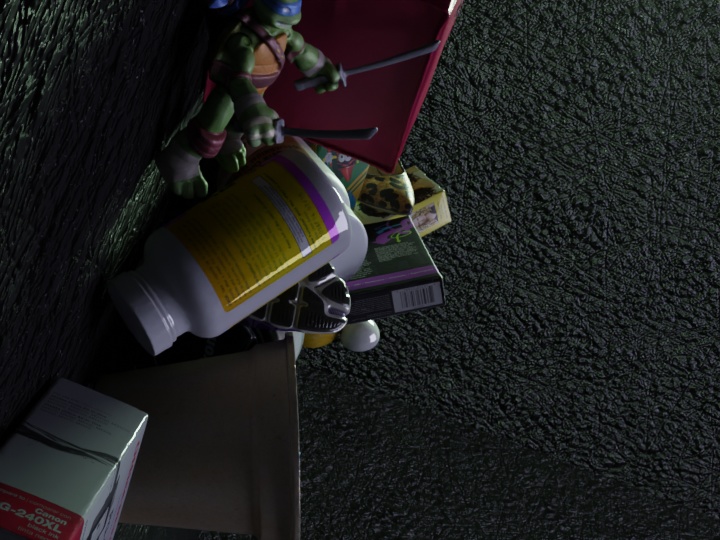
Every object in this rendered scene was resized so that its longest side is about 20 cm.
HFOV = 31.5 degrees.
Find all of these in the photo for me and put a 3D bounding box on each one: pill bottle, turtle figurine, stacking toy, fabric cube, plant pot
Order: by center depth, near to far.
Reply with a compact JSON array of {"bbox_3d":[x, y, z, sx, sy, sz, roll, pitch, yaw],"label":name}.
[{"bbox_3d":[-0.067,-0.127,1.039,0.194,0.199,0.144,-45,-148,42],"label":"turtle figurine"},{"bbox_3d":[-0.112,-0.012,1.088,0.200,0.104,0.104,-34,166,-18],"label":"pill bottle"},{"bbox_3d":[-0.150,0.160,1.171,0.200,0.183,0.201,178,-90,-85],"label":"plant pot"},{"bbox_3d":[-0.010,-0.249,1.177,0.197,0.199,0.200,111,0,-46],"label":"fabric cube"},{"bbox_3d":[-0.075,-0.065,1.272,0.200,0.114,0.115,50,-53,49],"label":"pill bottle"},{"bbox_3d":[-0.068,0.049,1.629,0.146,0.199,0.147,20,90,-90],"label":"stacking toy"}]

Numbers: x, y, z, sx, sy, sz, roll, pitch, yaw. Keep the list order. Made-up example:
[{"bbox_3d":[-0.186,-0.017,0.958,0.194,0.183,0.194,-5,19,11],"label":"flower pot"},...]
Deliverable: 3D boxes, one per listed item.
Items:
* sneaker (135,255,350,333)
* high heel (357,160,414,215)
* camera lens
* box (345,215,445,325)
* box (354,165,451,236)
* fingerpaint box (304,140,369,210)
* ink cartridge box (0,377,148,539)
[{"bbox_3d":[-0.107,0.019,1.179,0.083,0.199,0.081,92,9,-67],"label":"sneaker"},{"bbox_3d":[0.019,-0.155,1.437,0.200,0.071,0.143,47,-50,51],"label":"high heel"},{"bbox_3d":[-0.144,0.068,1.353,0.200,0.159,0.161,-68,178,-78],"label":"camera lens"},{"bbox_3d":[0.000,0.000,1.311,0.200,0.142,0.036,-108,-173,-68],"label":"box"},{"bbox_3d":[0.001,-0.046,1.472,0.075,0.200,0.050,44,-23,49],"label":"box"},{"bbox_3d":[-0.060,-0.159,1.442,0.200,0.073,0.167,51,-53,52],"label":"fingerpaint box"},{"bbox_3d":[-0.234,0.191,0.928,0.200,0.083,0.146,-68,178,-67],"label":"ink cartridge box"}]
